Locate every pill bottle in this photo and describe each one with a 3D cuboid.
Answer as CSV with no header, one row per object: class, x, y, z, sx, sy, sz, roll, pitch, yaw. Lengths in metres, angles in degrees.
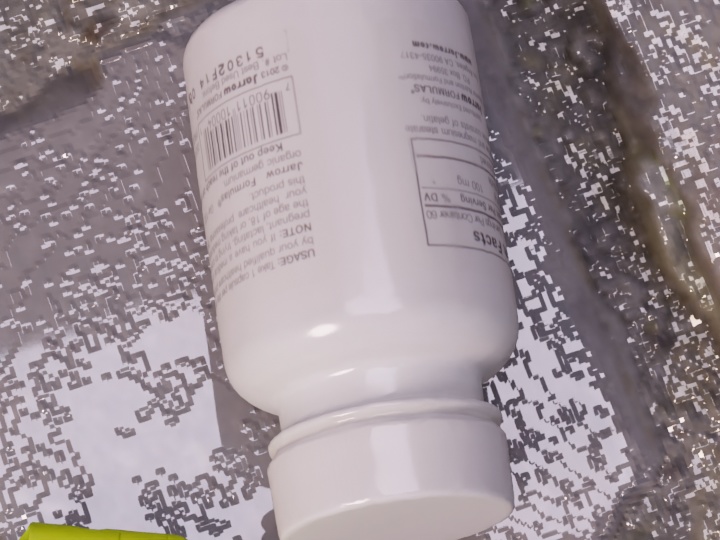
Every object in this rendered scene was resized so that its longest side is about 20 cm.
pill bottle,0.000,0.000,1.118,0.114,0.114,0.201,-7,72,-5

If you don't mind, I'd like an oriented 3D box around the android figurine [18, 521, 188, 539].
android figurine,-0.094,0.184,1.092,0.199,0.041,0.183,3,72,-2
